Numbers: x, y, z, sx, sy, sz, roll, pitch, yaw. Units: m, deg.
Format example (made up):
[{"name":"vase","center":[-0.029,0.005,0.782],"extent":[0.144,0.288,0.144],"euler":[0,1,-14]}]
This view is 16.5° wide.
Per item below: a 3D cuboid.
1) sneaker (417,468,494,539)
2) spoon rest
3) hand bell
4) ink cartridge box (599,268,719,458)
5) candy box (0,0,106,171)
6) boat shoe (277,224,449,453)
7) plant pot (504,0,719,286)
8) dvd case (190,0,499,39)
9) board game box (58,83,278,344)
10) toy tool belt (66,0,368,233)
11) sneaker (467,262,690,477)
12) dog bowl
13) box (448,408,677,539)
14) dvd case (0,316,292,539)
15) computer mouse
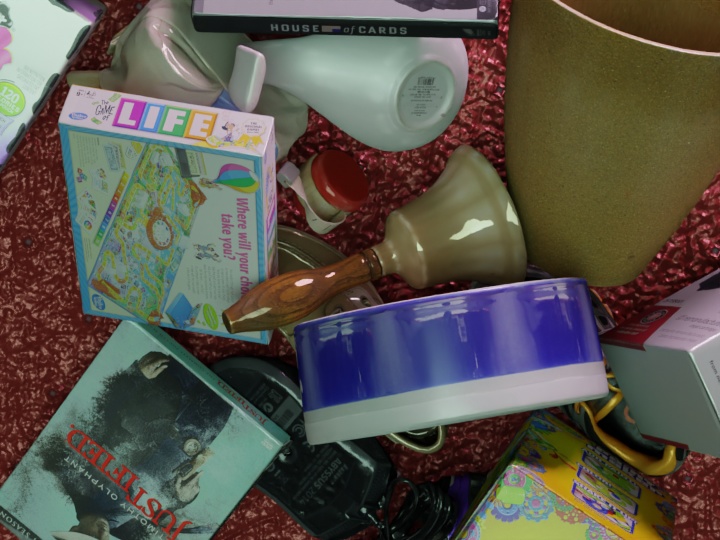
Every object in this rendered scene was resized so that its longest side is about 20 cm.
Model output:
[{"name":"sneaker","center":[0.074,0.243,1.780],"extent":[0.099,0.070,0.202],"euler":[-8,96,7]},{"name":"spoon rest","center":[-0.008,-0.129,1.654],"extent":[0.199,0.061,0.100],"euler":[1,111,-40]},{"name":"hand bell","center":[0.000,0.000,1.648],"extent":[0.199,0.104,0.105],"euler":[-22,104,-17]},{"name":"ink cartridge box","center":[0.280,0.037,1.638],"extent":[0.199,0.146,0.083],"euler":[-29,100,-16]},{"name":"candy box","center":[-0.298,-0.141,1.695],"extent":[0.167,0.072,0.200],"euler":[34,104,-6]},{"name":"boat shoe","center":[-0.009,0.047,1.732],"extent":[0.200,0.065,0.071],"euler":[42,103,-8]},{"name":"plant pot","center":[0.167,-0.098,1.640],"extent":[0.185,0.187,0.201],"euler":[15,119,-1]},{"name":"dvd case","center":[-0.006,-0.220,1.633],"extent":[0.198,0.151,0.025],"euler":[2,150,3]},{"name":"board game box","center":[-0.123,-0.033,1.632],"extent":[0.133,0.034,0.201],"euler":[10,143,6]},{"name":"toy tool belt","center":[-0.100,-0.089,1.688],"extent":[0.200,0.125,0.123],"euler":[45,128,-10]},{"name":"sneaker","center":[0.157,0.068,1.723],"extent":[0.200,0.077,0.078],"euler":[39,105,-5]},{"name":"dog bowl","center":[0.058,0.060,1.617],"extent":[0.199,0.200,0.079],"euler":[-10,85,6]},{"name":"box","center":[0.104,0.219,1.639],"extent":[0.122,0.193,0.201],"euler":[33,102,3]},{"name":"dvd case","center":[-0.160,0.144,1.760],"extent":[0.146,0.022,0.200],"euler":[40,116,2]},{"name":"computer mouse","center":[-0.034,0.136,1.757],"extent":[0.200,0.053,0.138],"euler":[46,116,-1]}]
